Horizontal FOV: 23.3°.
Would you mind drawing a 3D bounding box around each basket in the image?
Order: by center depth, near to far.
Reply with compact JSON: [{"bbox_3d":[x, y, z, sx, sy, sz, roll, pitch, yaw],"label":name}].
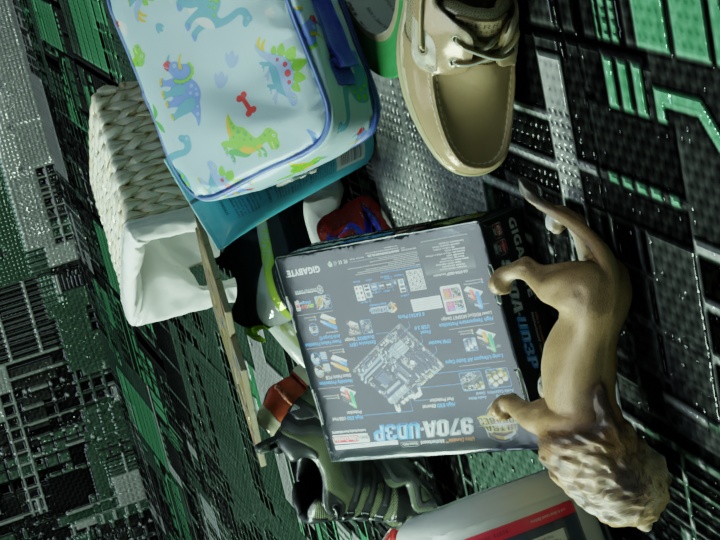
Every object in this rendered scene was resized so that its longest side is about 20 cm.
[{"bbox_3d":[-0.138,-0.072,1.592,0.200,0.198,0.161,105,148,-64],"label":"basket"}]

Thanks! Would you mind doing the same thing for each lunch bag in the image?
[{"bbox_3d":[-0.080,-0.158,1.220,0.161,0.082,0.200,-24,86,36],"label":"lunch bag"}]

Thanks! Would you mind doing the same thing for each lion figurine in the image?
[{"bbox_3d":[0.132,0.050,1.037,0.122,0.072,0.200,26,128,59],"label":"lion figurine"}]

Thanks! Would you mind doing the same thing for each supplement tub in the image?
[{"bbox_3d":[0.118,0.241,1.162,0.140,0.140,0.200,135,116,-72],"label":"supplement tub"}]

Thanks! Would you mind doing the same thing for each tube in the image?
[{"bbox_3d":[-0.065,-0.078,1.339,0.050,0.200,0.077,-41,81,39],"label":"tube"}]

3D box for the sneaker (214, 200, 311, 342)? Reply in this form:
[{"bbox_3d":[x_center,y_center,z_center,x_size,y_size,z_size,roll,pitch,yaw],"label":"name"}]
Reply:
[{"bbox_3d":[-0.092,-0.036,1.433,0.072,0.083,0.200,37,-147,-50],"label":"sneaker"}]

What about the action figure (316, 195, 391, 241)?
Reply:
[{"bbox_3d":[0.000,0.000,1.397,0.099,0.065,0.200,59,-168,-13],"label":"action figure"}]

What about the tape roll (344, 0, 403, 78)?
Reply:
[{"bbox_3d":[0.016,-0.230,1.162,0.200,0.048,0.201,162,90,-74],"label":"tape roll"}]

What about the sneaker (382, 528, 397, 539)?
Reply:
[{"bbox_3d":[0.063,0.316,1.554,0.085,0.077,0.200,106,143,-55],"label":"sneaker"}]

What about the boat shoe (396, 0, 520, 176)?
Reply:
[{"bbox_3d":[0.061,-0.149,1.054,0.065,0.071,0.200,-144,40,-66],"label":"boat shoe"}]

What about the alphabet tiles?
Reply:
[{"bbox_3d":[-0.111,0.047,1.446,0.200,0.008,0.167,86,167,-57],"label":"alphabet tiles"}]

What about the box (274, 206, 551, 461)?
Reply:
[{"bbox_3d":[0.041,0.048,1.216,0.200,0.046,0.159,-10,98,43],"label":"box"}]

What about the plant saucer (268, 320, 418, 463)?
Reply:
[{"bbox_3d":[-0.009,0.080,1.507,0.200,0.050,0.200,44,170,10],"label":"plant saucer"}]

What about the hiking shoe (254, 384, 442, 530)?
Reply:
[{"bbox_3d":[-0.008,0.181,1.472,0.200,0.101,0.076,51,170,-26],"label":"hiking shoe"}]

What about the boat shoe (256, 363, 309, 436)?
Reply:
[{"bbox_3d":[-0.040,0.142,1.553,0.071,0.063,0.200,40,173,23],"label":"boat shoe"}]
